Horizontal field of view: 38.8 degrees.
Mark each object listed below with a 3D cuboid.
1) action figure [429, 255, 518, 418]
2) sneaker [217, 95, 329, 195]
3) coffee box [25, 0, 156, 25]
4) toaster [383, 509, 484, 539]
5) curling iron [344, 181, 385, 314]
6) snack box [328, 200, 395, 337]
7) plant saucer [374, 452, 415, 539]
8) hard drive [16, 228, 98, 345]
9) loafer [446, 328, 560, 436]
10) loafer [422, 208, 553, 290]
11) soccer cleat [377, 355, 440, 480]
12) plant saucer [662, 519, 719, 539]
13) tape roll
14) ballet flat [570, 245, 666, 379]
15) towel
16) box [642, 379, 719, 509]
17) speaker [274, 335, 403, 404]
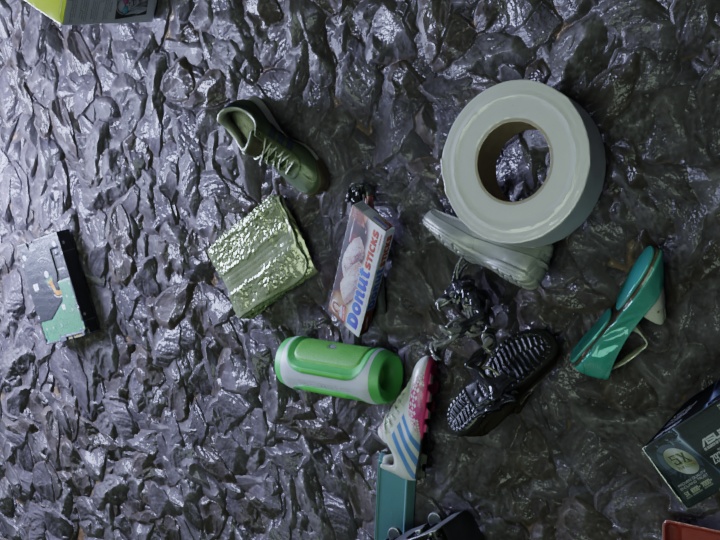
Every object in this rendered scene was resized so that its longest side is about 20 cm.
[{"bbox_3d":[0.139,0.087,1.357,0.100,0.119,0.203,-19,69,2],"label":"action figure"},{"bbox_3d":[-0.141,-0.183,1.549,0.200,0.089,0.067,48,124,16],"label":"sneaker"},{"bbox_3d":[-0.441,-0.523,1.611,0.198,0.197,0.203,33,120,24],"label":"coffee box"},{"bbox_3d":[0.109,0.472,1.514,0.179,0.118,0.203,-29,85,32],"label":"toaster"},{"bbox_3d":[0.016,-0.034,1.517,0.049,0.025,0.204,5,111,57],"label":"curling iron"},{"bbox_3d":[0.000,0.000,1.510,0.072,0.024,0.203,38,134,28],"label":"snack box"},{"bbox_3d":[0.051,0.390,1.610,0.069,0.019,0.204,14,111,33],"label":"plant saucer"},{"bbox_3d":[-0.582,0.033,1.969,0.138,0.038,0.204,-14,93,38],"label":"hard drive"},{"bbox_3d":[0.203,0.157,1.410,0.200,0.071,0.074,-45,45,24],"label":"loafer"},{"bbox_3d":[0.171,-0.042,1.380,0.198,0.070,0.071,29,84,31],"label":"loafer"},{"bbox_3d":[0.067,0.218,1.511,0.085,0.070,0.204,11,111,16],"label":"soccer cleat"},{"bbox_3d":[0.482,0.419,1.287,0.197,0.036,0.204,5,106,35],"label":"plant saucer"},{"bbox_3d":[0.203,-0.132,1.288,0.199,0.070,0.207,-2,87,30],"label":"tape roll"},{"bbox_3d":[0.341,0.059,1.284,0.070,0.068,0.202,28,121,-1],"label":"ballet flat"},{"bbox_3d":[-0.161,-0.019,1.644,0.199,0.036,0.150,-33,81,38],"label":"towel"},{"bbox_3d":[0.444,0.162,1.164,0.087,0.163,0.200,54,127,11],"label":"box"},{"bbox_3d":[-0.035,0.151,1.564,0.197,0.088,0.090,6,106,35],"label":"speaker"}]
